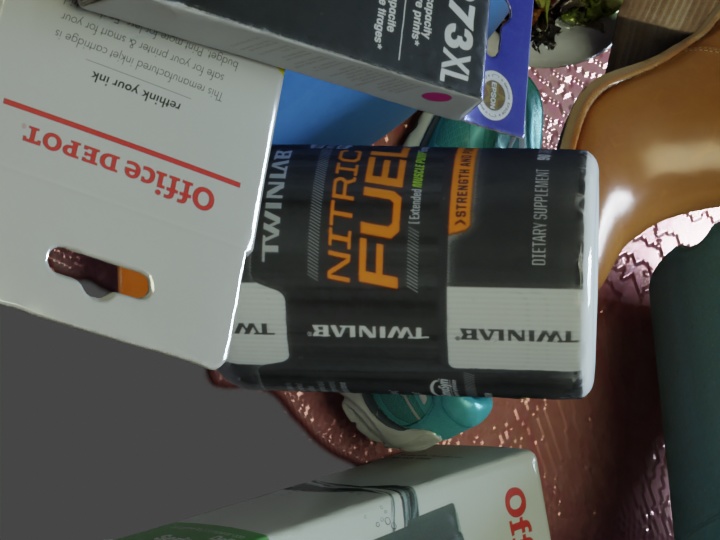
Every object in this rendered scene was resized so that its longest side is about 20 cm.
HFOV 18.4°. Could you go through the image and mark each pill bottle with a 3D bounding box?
[{"bbox_3d":[0.000,0.000,0.941,0.199,0.106,0.107,1,86,7],"label":"pill bottle"}]

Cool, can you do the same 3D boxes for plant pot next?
[{"bbox_3d":[0.230,0.081,1.085,0.200,0.200,0.197,10,60,-34],"label":"plant pot"}]

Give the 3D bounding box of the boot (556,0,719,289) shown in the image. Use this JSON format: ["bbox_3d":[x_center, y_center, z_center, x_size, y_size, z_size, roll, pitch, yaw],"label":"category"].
[{"bbox_3d":[0.174,-0.046,1.035,0.077,0.155,0.200,94,19,-49],"label":"boot"}]

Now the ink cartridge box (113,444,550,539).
[{"bbox_3d":[-0.006,0.169,0.988,0.200,0.083,0.147,-15,97,-35],"label":"ink cartridge box"}]

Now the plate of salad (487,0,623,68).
[{"bbox_3d":[0.081,-0.198,1.080,0.200,0.048,0.201,8,76,-34],"label":"plate of salad"}]

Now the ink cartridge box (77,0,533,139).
[{"bbox_3d":[-0.004,-0.115,0.781,0.200,0.037,0.095,14,76,-39],"label":"ink cartridge box"}]

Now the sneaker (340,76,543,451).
[{"bbox_3d":[0.056,-0.008,1.040,0.077,0.080,0.201,30,64,-31],"label":"sneaker"}]

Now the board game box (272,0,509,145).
[{"bbox_3d":[-0.001,-0.117,0.969,0.158,0.200,0.039,-39,72,-6],"label":"board game box"}]

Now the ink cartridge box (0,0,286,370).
[{"bbox_3d":[-0.090,-0.072,0.772,0.115,0.068,0.201,19,73,-32],"label":"ink cartridge box"}]
